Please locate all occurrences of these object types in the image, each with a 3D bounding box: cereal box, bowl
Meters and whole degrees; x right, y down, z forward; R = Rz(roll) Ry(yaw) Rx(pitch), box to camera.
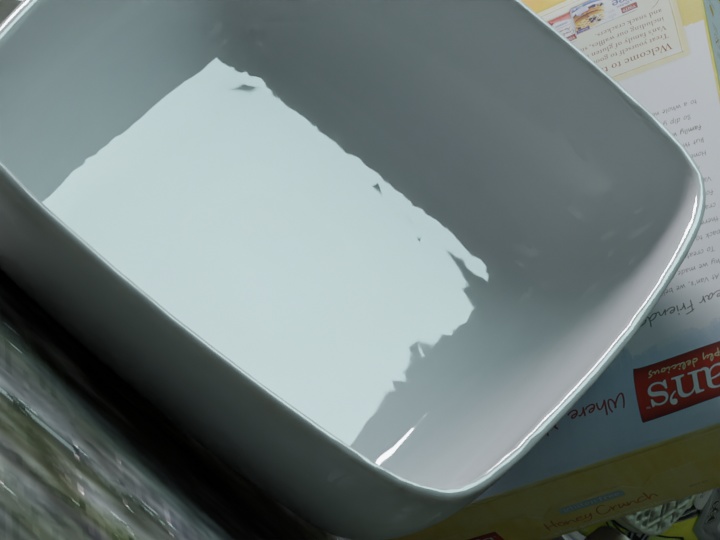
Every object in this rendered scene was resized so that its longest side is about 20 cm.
[{"bbox_3d":[0.066,-0.007,0.907,0.040,0.144,0.200,47,31,-48],"label":"cereal box"},{"bbox_3d":[-0.014,-0.019,0.816,0.200,0.075,0.200,39,47,5],"label":"bowl"}]

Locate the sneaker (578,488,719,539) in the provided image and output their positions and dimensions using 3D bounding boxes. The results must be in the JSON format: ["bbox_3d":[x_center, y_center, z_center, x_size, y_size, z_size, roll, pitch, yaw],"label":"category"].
[{"bbox_3d":[0.125,0.090,1.236,0.075,0.076,0.200,62,3,36],"label":"sneaker"}]

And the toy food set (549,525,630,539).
[{"bbox_3d":[0.100,0.125,0.988,0.144,0.060,0.200,45,6,30],"label":"toy food set"}]

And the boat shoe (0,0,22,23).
[{"bbox_3d":[-0.089,-0.048,0.978,0.200,0.072,0.069,28,13,-37],"label":"boat shoe"}]

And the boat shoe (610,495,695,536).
[{"bbox_3d":[0.081,0.047,1.068,0.062,0.075,0.200,34,-6,34],"label":"boat shoe"}]
